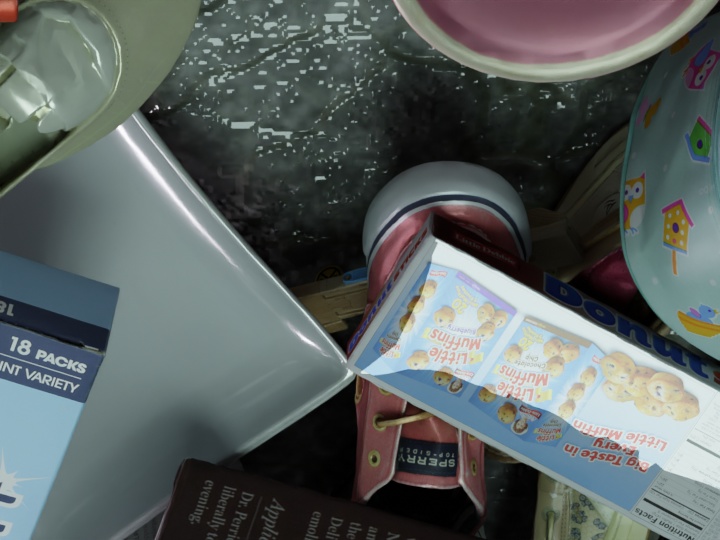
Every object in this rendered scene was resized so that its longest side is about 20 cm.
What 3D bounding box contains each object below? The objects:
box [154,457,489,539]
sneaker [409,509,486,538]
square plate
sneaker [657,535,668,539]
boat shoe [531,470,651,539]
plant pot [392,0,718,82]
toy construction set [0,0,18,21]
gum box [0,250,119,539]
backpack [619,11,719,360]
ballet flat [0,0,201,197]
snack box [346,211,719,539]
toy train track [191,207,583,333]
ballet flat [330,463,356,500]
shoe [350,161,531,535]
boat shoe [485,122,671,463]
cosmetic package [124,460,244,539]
[{"bbox_3d":[-0.011,0.211,1.240,0.199,0.166,0.164,16,137,4],"label":"box"},{"bbox_3d":[0.041,0.192,1.371,0.073,0.071,0.200,-10,117,19],"label":"sneaker"},{"bbox_3d":[-0.133,0.017,1.260,0.198,0.028,0.200,-35,100,24],"label":"square plate"},{"bbox_3d":[0.163,0.112,1.346,0.084,0.077,0.200,11,103,-50],"label":"sneaker"},{"bbox_3d":[0.091,0.158,1.428,0.063,0.073,0.200,14,118,-6],"label":"boat shoe"},{"bbox_3d":[0.062,-0.171,1.053,0.199,0.179,0.200,-3,133,-3],"label":"plant pot"},{"bbox_3d":[-0.230,-0.110,1.144,0.199,0.092,0.131,10,131,0],"label":"toy construction set"},{"bbox_3d":[-0.209,0.063,1.219,0.169,0.045,0.200,18,132,-8],"label":"gum box"},{"bbox_3d":[0.212,-0.031,1.187,0.200,0.176,0.153,24,157,-15],"label":"backpack"},{"bbox_3d":[-0.143,-0.062,1.179,0.069,0.070,0.200,35,117,-31],"label":"ballet flat"},{"bbox_3d":[0.097,0.054,1.192,0.200,0.024,0.072,28,116,-10],"label":"snack box"},{"bbox_3d":[0.000,0.000,1.286,0.199,0.033,0.115,-13,143,19],"label":"toy train track"},{"bbox_3d":[0.001,0.152,1.432,0.066,0.057,0.200,21,123,1],"label":"ballet flat"},{"bbox_3d":[0.033,0.045,1.241,0.071,0.091,0.200,2,145,-4],"label":"shoe"},{"bbox_3d":[0.098,0.022,1.300,0.074,0.069,0.200,16,128,-18],"label":"boat shoe"},{"bbox_3d":[-0.144,0.146,1.375,0.199,0.081,0.113,-16,137,7],"label":"cosmetic package"}]
